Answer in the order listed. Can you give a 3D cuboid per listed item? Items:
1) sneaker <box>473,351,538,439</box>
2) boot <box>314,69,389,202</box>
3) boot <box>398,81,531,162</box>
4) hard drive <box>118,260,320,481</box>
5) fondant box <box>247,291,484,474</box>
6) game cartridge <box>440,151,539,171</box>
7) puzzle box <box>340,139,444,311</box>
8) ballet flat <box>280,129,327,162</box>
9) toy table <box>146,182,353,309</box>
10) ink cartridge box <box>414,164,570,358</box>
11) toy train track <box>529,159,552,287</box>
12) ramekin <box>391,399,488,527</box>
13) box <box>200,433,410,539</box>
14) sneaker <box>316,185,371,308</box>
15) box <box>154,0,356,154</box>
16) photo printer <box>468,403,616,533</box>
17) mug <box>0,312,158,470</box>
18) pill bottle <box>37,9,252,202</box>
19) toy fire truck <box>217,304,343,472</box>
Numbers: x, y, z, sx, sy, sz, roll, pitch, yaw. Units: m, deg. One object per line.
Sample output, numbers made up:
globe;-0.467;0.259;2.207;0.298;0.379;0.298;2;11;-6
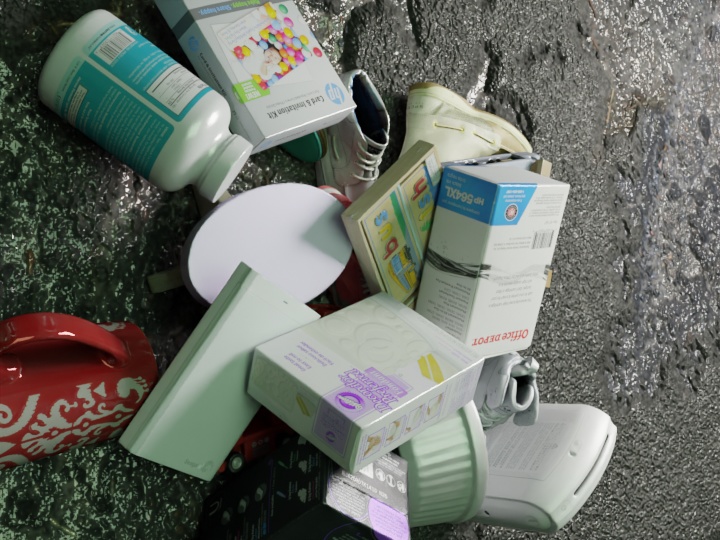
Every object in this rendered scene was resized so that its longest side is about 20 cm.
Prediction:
sneaker;0.141;0.175;1.248;0.075;0.115;0.201;30;86;-29
boot;-0.004;-0.130;1.203;0.073;0.095;0.202;-25;101;-35
boot;0.126;-0.130;1.317;0.199;0.072;0.156;23;73;-32
hard drive;-0.131;0.102;1.005;0.201;0.026;0.132;-56;144;-3
fondant box;0.008;0.104;1.031;0.199;0.144;0.059;-23;136;-45
game cartridge;0.149;-0.073;1.284;0.199;0.040;0.135;-12;114;-46
puzzle box;0.056;-0.027;1.154;0.133;0.025;0.201;-45;137;-23
ballet flat;-0.105;-0.208;1.167;0.199;0.068;0.073;38;46;-23
toy table;-0.118;-0.016;1.095;0.198;0.117;0.186;-6;90;-36
ink cartridge box;0.146;-0.011;1.177;0.145;0.084;0.202;-5;112;-48
toy train track;0.207;-0.039;1.309;0.114;0.032;0.202;10;89;-51
ramekin;0.050;0.192;1.156;0.093;0.202;0.205;-13;93;-25
box;-0.058;0.256;1.048;0.122;0.200;0.107;34;34;-29
sneaker;0.000;0.000;1.184;0.074;0.087;0.201;-38;118;-19
box;-0.111;-0.232;1.098;0.155;0.041;0.201;-28;87;-47
photo printer;0.207;0.235;1.258;0.070;0.199;0.167;53;58;-19
mug;-0.282;0.110;0.931;0.199;0.177;0.135;-6;85;-41
pill bottle;-0.204;-0.153;1.011;0.199;0.111;0.111;37;63;-2
toy fire truck;-0.092;0.123;1.122;0.199;0.049;0.143;-15;107;-36
